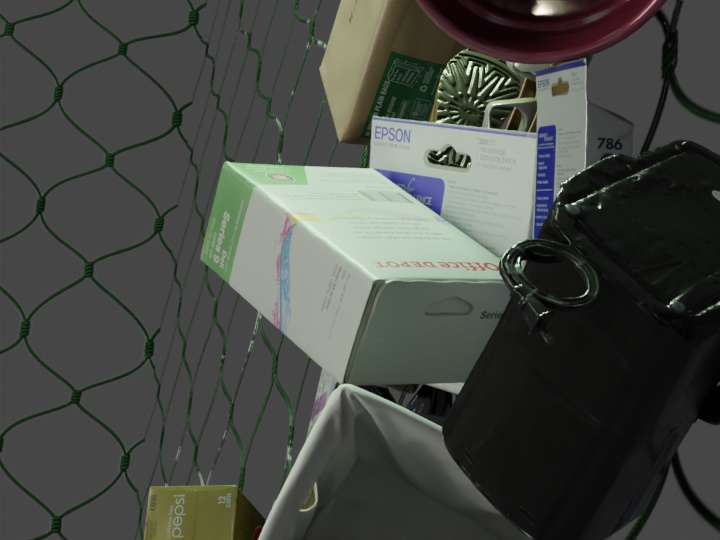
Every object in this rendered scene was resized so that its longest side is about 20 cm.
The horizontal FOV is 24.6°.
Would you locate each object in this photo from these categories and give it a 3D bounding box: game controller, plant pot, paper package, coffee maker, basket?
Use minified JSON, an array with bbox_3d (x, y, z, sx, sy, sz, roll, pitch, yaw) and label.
[{"bbox_3d":[0.033,0.171,1.445,0.200,0.042,0.104,123,155,-54],"label":"game controller"},{"bbox_3d":[0.129,-0.262,1.140,0.179,0.200,0.200,-72,0,-63],"label":"plant pot"},{"bbox_3d":[0.042,-0.237,1.604,0.191,0.103,0.200,-103,28,-59],"label":"paper package"},{"bbox_3d":[0.120,0.046,0.893,0.200,0.192,0.135,111,146,-41],"label":"coffee maker"},{"bbox_3d":[0.037,0.178,1.063,0.136,0.200,0.123,-63,4,-14],"label":"basket"}]

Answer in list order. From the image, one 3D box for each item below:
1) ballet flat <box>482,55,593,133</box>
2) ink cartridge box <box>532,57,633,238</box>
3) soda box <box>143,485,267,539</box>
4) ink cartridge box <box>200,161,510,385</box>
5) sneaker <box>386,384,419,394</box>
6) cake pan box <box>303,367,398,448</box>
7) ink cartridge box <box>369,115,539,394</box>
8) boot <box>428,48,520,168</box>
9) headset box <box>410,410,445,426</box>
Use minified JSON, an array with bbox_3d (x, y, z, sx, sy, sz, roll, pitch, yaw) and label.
[{"bbox_3d":[0.131,-0.132,1.247,0.069,0.063,0.200,-114,38,-70],"label":"ballet flat"},{"bbox_3d":[0.147,-0.038,1.108,0.099,0.039,0.200,-167,78,-77],"label":"ink cartridge box"},{"bbox_3d":[-0.091,0.215,1.164,0.200,0.064,0.068,65,-155,-61],"label":"soda box"},{"bbox_3d":[0.000,0.000,1.188,0.200,0.145,0.088,36,117,45],"label":"ink cartridge box"},{"bbox_3d":[0.023,0.063,1.493,0.076,0.070,0.200,-63,9,-7],"label":"sneaker"},{"bbox_3d":[-0.010,0.185,1.272,0.184,0.052,0.200,-127,49,-68],"label":"cake pan box"},{"bbox_3d":[0.070,-0.011,1.251,0.198,0.043,0.200,14,100,52],"label":"ink cartridge box"},{"bbox_3d":[0.061,-0.077,1.428,0.175,0.066,0.200,-64,1,-34],"label":"boot"},{"bbox_3d":[0.045,0.228,1.283,0.149,0.075,0.200,-123,46,-70],"label":"headset box"}]
